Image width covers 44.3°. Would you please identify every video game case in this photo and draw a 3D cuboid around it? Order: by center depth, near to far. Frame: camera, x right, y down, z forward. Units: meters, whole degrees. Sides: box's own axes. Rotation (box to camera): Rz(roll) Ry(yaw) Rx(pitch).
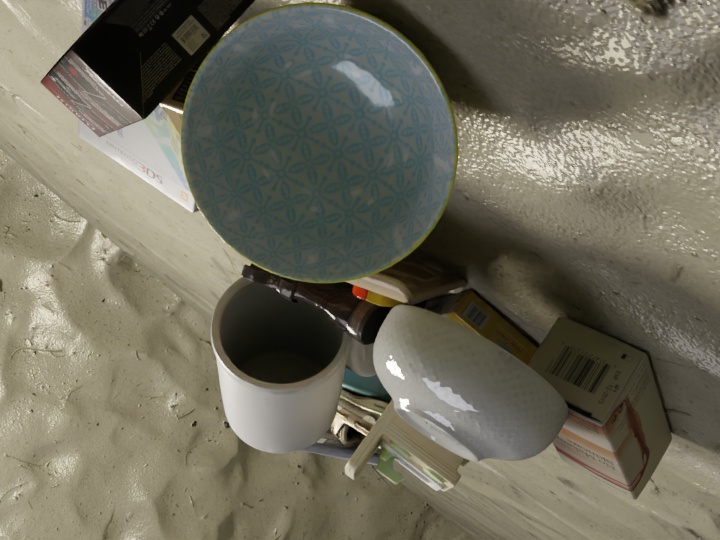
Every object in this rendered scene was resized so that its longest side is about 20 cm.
[{"bbox_3d":[-0.229,-0.184,0.945,0.182,0.022,0.201,33,133,16],"label":"video game case"},{"bbox_3d":[0.008,0.243,1.355,0.142,0.019,0.200,6,-168,22],"label":"video game case"}]

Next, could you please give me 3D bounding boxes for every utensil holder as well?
[{"bbox_3d":[-0.102,0.121,1.124,0.170,0.170,0.200,33,148,16],"label":"utensil holder"}]

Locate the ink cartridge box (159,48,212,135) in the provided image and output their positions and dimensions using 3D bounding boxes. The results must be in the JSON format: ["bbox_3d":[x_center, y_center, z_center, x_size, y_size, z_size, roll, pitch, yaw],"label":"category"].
[{"bbox_3d":[-0.077,-0.111,0.852,0.164,0.075,0.200,21,161,17],"label":"ink cartridge box"}]

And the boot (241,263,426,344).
[{"bbox_3d":[-0.022,0.014,1.035,0.174,0.070,0.200,27,-163,26],"label":"boot"}]

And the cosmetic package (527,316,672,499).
[{"bbox_3d":[0.247,0.146,0.913,0.103,0.087,0.200,24,161,39],"label":"cosmetic package"}]

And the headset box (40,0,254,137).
[{"bbox_3d":[-0.185,-0.195,0.748,0.075,0.149,0.200,44,165,-22],"label":"headset box"}]

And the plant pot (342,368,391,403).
[{"bbox_3d":[0.053,0.154,1.311,0.199,0.142,0.141,19,158,39],"label":"plant pot"}]

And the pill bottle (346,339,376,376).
[{"bbox_3d":[-0.040,0.057,1.257,0.200,0.120,0.120,27,163,36],"label":"pill bottle"}]

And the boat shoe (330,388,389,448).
[{"bbox_3d":[-0.017,0.215,1.265,0.199,0.065,0.072,6,149,45],"label":"boat shoe"}]

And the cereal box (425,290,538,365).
[{"bbox_3d":[0.142,0.091,1.087,0.144,0.040,0.200,40,166,-8],"label":"cereal box"}]

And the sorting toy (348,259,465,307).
[{"bbox_3d":[0.000,0.000,0.935,0.184,0.037,0.200,20,-172,21],"label":"sorting toy"}]

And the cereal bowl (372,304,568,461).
[{"bbox_3d":[0.091,0.121,0.840,0.200,0.083,0.200,32,165,9],"label":"cereal bowl"}]

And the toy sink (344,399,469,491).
[{"bbox_3d":[0.084,0.187,1.039,0.112,0.200,0.130,35,165,10],"label":"toy sink"}]

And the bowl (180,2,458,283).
[{"bbox_3d":[-0.025,-0.100,0.672,0.200,0.200,0.108,38,-164,-6],"label":"bowl"}]
